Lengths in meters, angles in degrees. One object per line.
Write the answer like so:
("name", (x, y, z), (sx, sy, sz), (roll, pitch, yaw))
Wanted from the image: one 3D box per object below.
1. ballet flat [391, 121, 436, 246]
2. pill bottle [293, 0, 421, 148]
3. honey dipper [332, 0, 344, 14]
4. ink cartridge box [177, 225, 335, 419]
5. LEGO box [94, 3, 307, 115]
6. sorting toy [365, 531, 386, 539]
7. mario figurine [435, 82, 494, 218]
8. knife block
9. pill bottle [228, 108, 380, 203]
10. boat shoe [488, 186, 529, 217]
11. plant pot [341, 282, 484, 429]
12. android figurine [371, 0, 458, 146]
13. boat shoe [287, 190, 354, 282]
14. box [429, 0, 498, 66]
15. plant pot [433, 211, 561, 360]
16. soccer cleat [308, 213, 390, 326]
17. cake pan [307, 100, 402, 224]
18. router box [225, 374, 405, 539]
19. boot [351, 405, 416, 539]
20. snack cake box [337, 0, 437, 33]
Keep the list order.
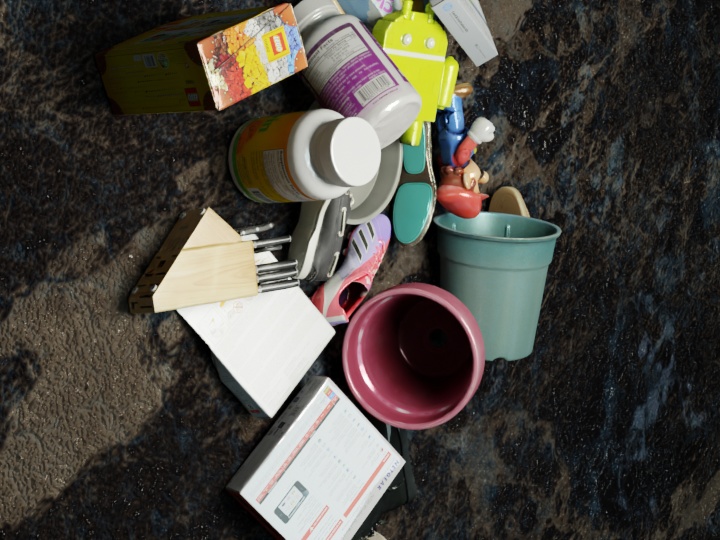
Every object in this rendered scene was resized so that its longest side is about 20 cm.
("ballet flat", (0.086, -0.138, 1.779), (0.075, 0.067, 0.204), (-6, 97, -73))
("pill bottle", (-0.018, -0.261, 1.551), (0.111, 0.113, 0.201), (-21, 69, -44))
("honey dipper", (-0.001, -0.323, 1.681), (0.201, 0.038, 0.038), (53, 57, -32))
("ink cartridge box", (-0.144, 0.071, 1.569), (0.201, 0.050, 0.163), (50, 58, -19))
("LEGO box", (-0.185, -0.242, 1.364), (0.148, 0.198, 0.078), (-34, 117, -39))
("sorting toy", (0.045, 0.500, 1.706), (0.106, 0.178, 0.204), (-24, 111, -43))
("mario figurine", (0.160, -0.181, 1.800), (0.123, 0.104, 0.204), (-37, 120, -76))
("knife block", (-0.171, 0.014, 1.483), (0.176, 0.063, 0.202), (44, 61, -28))
("pill bottle", (-0.069, -0.144, 1.493), (0.110, 0.198, 0.113), (-1, 91, -41))
("boat shoe", (0.261, -0.057, 1.974), (0.065, 0.070, 0.203), (-44, 132, -43))
("plant pot", (0.090, 0.111, 1.706), (0.179, 0.196, 0.204), (-23, 113, -72))
("android figurine", (0.065, -0.278, 1.667), (0.180, 0.041, 0.204), (1, 105, -41))
("boat shoe", (-0.042, -0.081, 1.583), (0.059, 0.074, 0.204), (9, 101, -32))
("box", (0.128, -0.417, 1.714), (0.156, 0.041, 0.203), (39, 30, -51))
("plant pot", (0.204, 0.025, 1.837), (0.198, 0.198, 0.200), (-12, 110, -46))
("soccer cleat", (0.000, 0.000, 1.681), (0.201, 0.076, 0.067), (-54, 129, -29))
("cake pan", (-0.017, -0.168, 1.674), (0.198, 0.036, 0.204), (-6, 98, -47))
("router box", (-0.058, 0.279, 1.616), (0.180, 0.049, 0.201), (49, 66, -21))
("boot", (-0.003, 0.297, 1.719), (0.161, 0.073, 0.202), (-28, 113, -36))
("snack cake box", (0.027, -0.405, 1.677), (0.200, 0.066, 0.116), (48, 59, -39))
